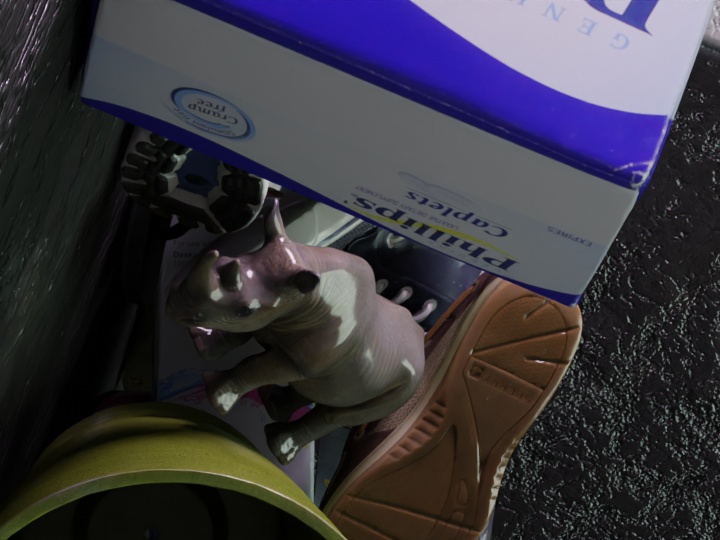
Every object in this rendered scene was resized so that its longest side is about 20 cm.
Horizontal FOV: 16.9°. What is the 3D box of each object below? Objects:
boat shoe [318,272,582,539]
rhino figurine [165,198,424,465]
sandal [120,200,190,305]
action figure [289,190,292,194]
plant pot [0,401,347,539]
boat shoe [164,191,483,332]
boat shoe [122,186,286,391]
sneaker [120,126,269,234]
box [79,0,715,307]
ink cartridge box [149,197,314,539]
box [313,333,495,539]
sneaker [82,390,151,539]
[{"bbox_3d":[0.030,0.080,1.158,0.201,0.072,0.072,-59,-158,9],"label":"boat shoe"},{"bbox_3d":[-0.030,0.024,1.052,0.087,0.060,0.200,-28,154,8],"label":"rhino figurine"},{"bbox_3d":[-0.064,-0.073,1.130,0.075,0.045,0.201,-68,180,-83],"label":"sandal"},{"bbox_3d":[-0.008,-0.063,1.341,0.118,0.200,0.055,-27,143,-22],"label":"action figure"},{"bbox_3d":[-0.090,0.147,1.056,0.193,0.199,0.201,-114,-136,-73],"label":"plant pot"},{"bbox_3d":[0.000,0.000,1.157,0.200,0.093,0.075,-34,-167,-36],"label":"boat shoe"},{"bbox_3d":[-0.087,0.007,1.411,0.200,0.072,0.068,121,-12,-49],"label":"boat shoe"},{"bbox_3d":[-0.045,-0.100,0.973,0.200,0.078,0.089,126,-19,-55],"label":"sneaker"},{"bbox_3d":[0.030,-0.122,0.794,0.105,0.183,0.201,115,-3,-67],"label":"box"},{"bbox_3d":[-0.066,0.068,1.245,0.145,0.084,0.201,121,-31,-82],"label":"ink cartridge box"},{"bbox_3d":[0.027,0.127,1.312,0.158,0.048,0.201,-45,148,-50],"label":"box"},{"bbox_3d":[-0.130,0.120,1.379,0.200,0.087,0.074,56,46,-62],"label":"sneaker"}]
